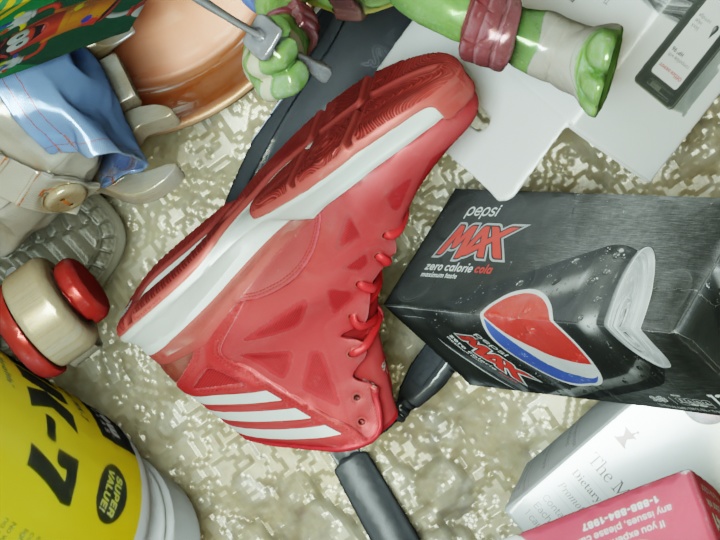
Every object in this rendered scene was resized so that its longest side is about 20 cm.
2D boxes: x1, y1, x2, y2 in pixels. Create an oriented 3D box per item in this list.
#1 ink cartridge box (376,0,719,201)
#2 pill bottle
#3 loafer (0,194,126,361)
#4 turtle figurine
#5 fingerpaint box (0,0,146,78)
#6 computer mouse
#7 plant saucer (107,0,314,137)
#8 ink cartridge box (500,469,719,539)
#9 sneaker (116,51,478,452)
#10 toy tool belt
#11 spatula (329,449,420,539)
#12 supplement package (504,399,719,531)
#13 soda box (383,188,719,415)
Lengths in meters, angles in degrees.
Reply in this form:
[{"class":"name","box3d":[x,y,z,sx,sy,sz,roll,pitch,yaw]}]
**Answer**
[{"class":"ink cartridge box","box3d":[0.110,-0.122,1.224,0.200,0.068,0.116,-52,46,8]},{"class":"pill bottle","box3d":[-0.163,0.097,1.247,0.114,0.200,0.115,-16,59,27]},{"class":"loafer","box3d":[-0.195,0.030,1.320,0.200,0.068,0.076,-35,82,-5]},{"class":"turtle figurine","box3d":[0.011,-0.134,1.108,0.193,0.200,0.144,13,59,7]},{"class":"fingerpaint box","box3d":[-0.197,-0.171,1.164,0.200,0.167,0.073,57,143,12]},{"class":"computer mouse","box3d":[0.004,-0.021,1.281,0.140,0.046,0.200,32,89,-7]},{"class":"plant saucer","box3d":[-0.110,-0.161,1.303,0.199,0.032,0.201,1,97,8]},{"class":"ink cartridge box","box3d":[0.105,0.200,1.135,0.147,0.086,0.201,-22,66,9]},{"class":"sneaker","box3d":[0.000,0.000,1.227,0.200,0.078,0.116,-37,106,30]},{"class":"toy tool belt","box3d":[-0.139,-0.068,1.237,0.123,0.125,0.200,-35,77,9]},{"class":"spatula","box3d":[-0.013,0.073,1.318,0.056,0.021,0.200,-31,93,-1]},{"class":"supplement package","box3d":[0.176,0.070,1.244,0.200,0.110,0.114,-43,89,10]},{"class":"soda box","box3d":[0.101,0.012,1.202,0.063,0.200,0.071,42,69,-28]}]
